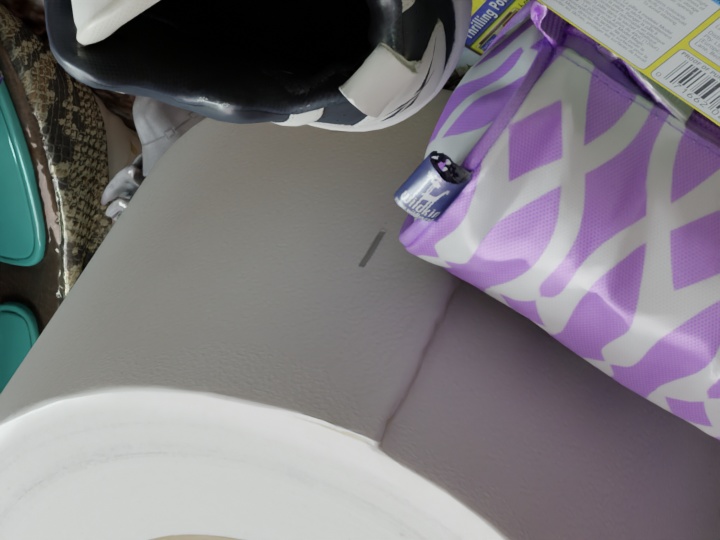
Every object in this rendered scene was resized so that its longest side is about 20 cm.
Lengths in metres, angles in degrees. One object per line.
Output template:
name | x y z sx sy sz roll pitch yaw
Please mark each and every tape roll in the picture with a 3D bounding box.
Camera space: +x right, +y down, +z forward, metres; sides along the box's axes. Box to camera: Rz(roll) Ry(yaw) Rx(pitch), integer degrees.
tape roll | -0.003 0.067 0.819 0.202 0.139 0.203 14 133 15

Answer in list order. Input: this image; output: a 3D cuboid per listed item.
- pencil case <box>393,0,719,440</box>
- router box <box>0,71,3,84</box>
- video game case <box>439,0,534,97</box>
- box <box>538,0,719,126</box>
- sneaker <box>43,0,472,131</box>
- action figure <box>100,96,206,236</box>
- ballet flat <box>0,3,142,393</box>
pencil case | 0.106 0.001 0.736 0.200 0.084 0.086 30 125 -11
router box | -0.232 -0.062 0.861 0.200 0.157 0.052 42 155 -2
video game case | 0.091 -0.052 0.766 0.181 0.026 0.200 30 156 -8
box | 0.099 -0.109 0.592 0.117 0.048 0.200 33 147 -12
sneaker | -0.057 -0.100 0.665 0.199 0.079 0.130 46 -171 -9
action figure | 0.000 0.000 0.913 0.200 0.069 0.130 43 159 -17
ballet flat | -0.096 -0.001 0.966 0.068 0.075 0.200 11 113 53
